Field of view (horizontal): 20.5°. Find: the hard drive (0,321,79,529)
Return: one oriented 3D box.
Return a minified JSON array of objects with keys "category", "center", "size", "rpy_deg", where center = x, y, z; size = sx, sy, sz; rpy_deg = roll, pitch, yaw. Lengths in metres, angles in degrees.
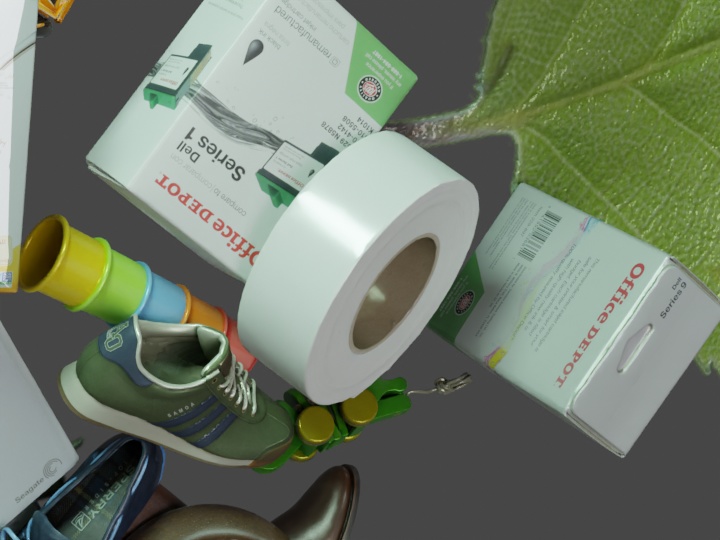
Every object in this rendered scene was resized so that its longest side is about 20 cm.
[{"category":"hard drive","center":[-0.288,0.103,1.388],"size":[0.132,0.027,0.201],"rpy_deg":[-41,132,-21]}]

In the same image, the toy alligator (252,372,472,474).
[{"category":"toy alligator","center":[-0.006,0.102,1.583],"size":[0.199,0.059,0.054],"rpy_deg":[-22,77,-22]}]

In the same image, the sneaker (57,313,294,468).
[{"category":"sneaker","center":[-0.113,0.084,1.449],"size":[0.199,0.067,0.090],"rpy_deg":[19,129,-35]}]

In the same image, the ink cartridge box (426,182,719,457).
[{"category":"ink cartridge box","center":[0.167,0.036,1.568],"size":[0.087,0.200,0.146],"rpy_deg":[36,87,-35]}]

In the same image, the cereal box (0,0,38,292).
[{"category":"cereal box","center":[-0.286,-0.086,1.287],"size":[0.143,0.039,0.201],"rpy_deg":[0,104,-24]}]

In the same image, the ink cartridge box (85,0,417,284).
[{"category":"ink cartridge box","center":[-0.078,-0.108,1.442],"size":[0.146,0.084,0.200],"rpy_deg":[38,86,-34]}]

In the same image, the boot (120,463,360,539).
[{"category":"boot","center":[-0.114,0.192,1.550],"size":[0.200,0.064,0.187],"rpy_deg":[35,78,-26]}]

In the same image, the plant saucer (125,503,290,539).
[{"category":"plant saucer","center":[-0.109,0.277,1.496],"size":[0.199,0.034,0.202],"rpy_deg":[2,85,-27]}]

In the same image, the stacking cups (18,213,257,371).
[{"category":"stacking cups","center":[-0.155,0.028,1.460],"size":[0.200,0.060,0.061],"rpy_deg":[30,91,-34]}]

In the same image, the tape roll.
[{"category":"tape roll","center":[0.000,0.000,1.477],"size":[0.202,0.071,0.203],"rpy_deg":[-45,157,-25]}]

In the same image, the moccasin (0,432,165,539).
[{"category":"moccasin","center":[-0.220,0.193,1.447],"size":[0.080,0.068,0.201],"rpy_deg":[30,75,8]}]

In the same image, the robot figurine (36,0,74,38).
[{"category":"robot figurine","center":[-0.250,-0.234,1.310],"size":[0.199,0.058,0.145],"rpy_deg":[28,95,-34]}]

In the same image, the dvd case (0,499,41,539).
[{"category":"dvd case","center":[-0.290,0.229,1.480],"size":[0.142,0.018,0.201],"rpy_deg":[-35,122,-16]}]
